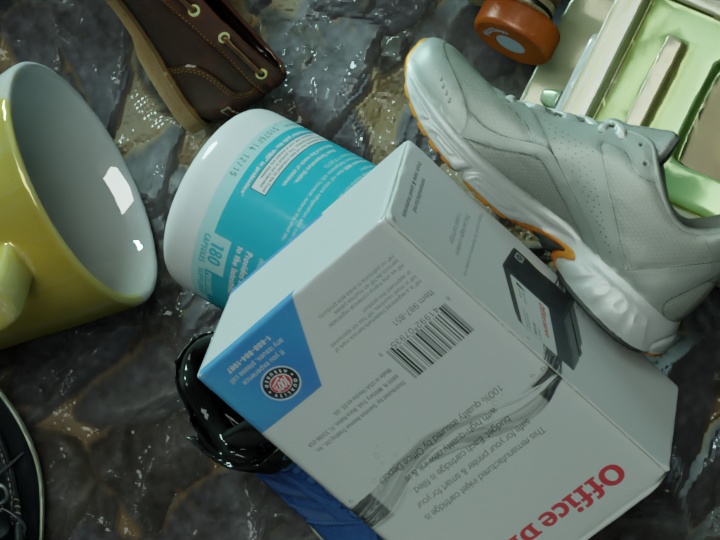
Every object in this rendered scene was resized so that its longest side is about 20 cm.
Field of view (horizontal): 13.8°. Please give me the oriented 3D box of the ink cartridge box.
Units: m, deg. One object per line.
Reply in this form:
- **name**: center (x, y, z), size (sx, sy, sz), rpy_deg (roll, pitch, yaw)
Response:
- **ink cartridge box**: center (0.042, 0.057, 1.511), size (0.200, 0.084, 0.145), rpy_deg (42, 120, -15)

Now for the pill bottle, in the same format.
- **pill bottle**: center (0.000, 0.000, 1.618), size (0.199, 0.111, 0.111), rpy_deg (28, 86, 20)

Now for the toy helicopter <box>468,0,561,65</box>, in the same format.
- **toy helicopter**: center (0.029, -0.191, 1.647), size (0.199, 0.132, 0.079), rpy_deg (16, 72, 42)

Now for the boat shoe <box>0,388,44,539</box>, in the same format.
- **boat shoe**: center (-0.217, 0.146, 1.671), size (0.074, 0.062, 0.201), rpy_deg (-14, 72, 14)

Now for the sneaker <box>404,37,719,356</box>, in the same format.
- **sneaker**: center (0.110, -0.056, 1.509), size (0.200, 0.076, 0.092), rpy_deg (45, 105, 2)

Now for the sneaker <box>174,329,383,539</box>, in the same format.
- **sneaker**: center (-0.019, 0.103, 1.599), size (0.200, 0.111, 0.077), rpy_deg (40, 90, 20)

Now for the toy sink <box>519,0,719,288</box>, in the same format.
- **toy sink**: center (0.169, -0.079, 1.590), size (0.199, 0.112, 0.131), rpy_deg (26, 85, 20)

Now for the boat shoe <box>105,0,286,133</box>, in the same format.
- **boat shoe**: center (-0.115, -0.174, 1.672), size (0.070, 0.071, 0.200), rpy_deg (-26, 115, 19)

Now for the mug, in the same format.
- **mug**: center (-0.223, -0.018, 1.656), size (0.153, 0.186, 0.150), rpy_deg (-25, 81, 17)
